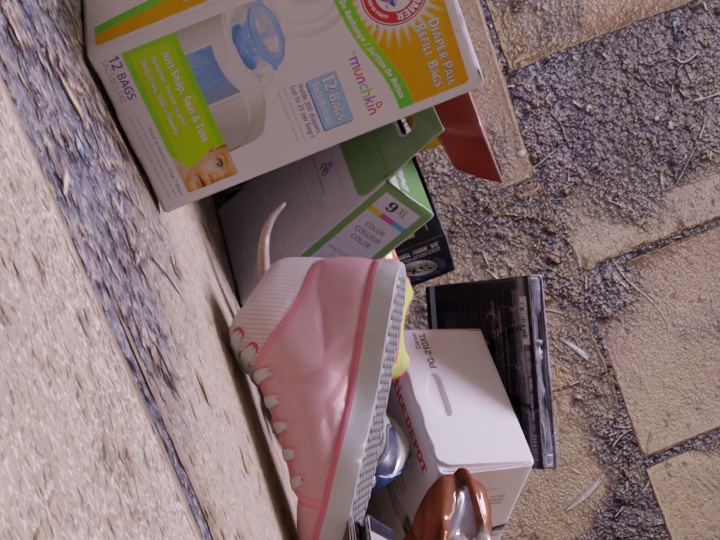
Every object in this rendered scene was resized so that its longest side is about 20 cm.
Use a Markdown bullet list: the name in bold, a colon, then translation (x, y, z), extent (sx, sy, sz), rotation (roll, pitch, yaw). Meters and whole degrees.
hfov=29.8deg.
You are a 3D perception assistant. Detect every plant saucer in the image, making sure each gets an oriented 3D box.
- **plant saucer**: translation (0.055, -0.171, 1.048), extent (0.200, 0.036, 0.201), rotation (30, 41, -78)

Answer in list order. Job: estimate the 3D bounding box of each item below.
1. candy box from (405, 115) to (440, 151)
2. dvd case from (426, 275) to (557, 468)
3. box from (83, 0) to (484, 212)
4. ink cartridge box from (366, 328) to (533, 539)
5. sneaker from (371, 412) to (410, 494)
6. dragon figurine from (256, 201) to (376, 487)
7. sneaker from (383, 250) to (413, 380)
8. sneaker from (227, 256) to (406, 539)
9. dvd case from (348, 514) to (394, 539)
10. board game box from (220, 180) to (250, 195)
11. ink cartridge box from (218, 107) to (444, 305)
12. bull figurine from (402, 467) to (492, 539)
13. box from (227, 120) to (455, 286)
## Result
- **candy box**: translation (0.023, -0.180, 1.093), extent (0.200, 0.026, 0.103), rotation (54, 17, -67)
- **dvd case**: translation (0.107, 0.084, 1.136), extent (0.200, 0.016, 0.150), rotation (171, -86, -69)
- **box**: translation (-0.045, -0.136, 0.775), extent (0.102, 0.199, 0.113), rotation (-109, 177, -54)
- **ink cartridge box**: translation (0.058, 0.166, 1.109), extent (0.145, 0.084, 0.201), rotation (-109, -154, -43)
- **sneaker**: translation (-0.026, 0.098, 1.053), extent (0.085, 0.077, 0.200), rotation (56, 2, -34)
- **dragon figurine**: translation (-0.042, 0.061, 0.936), extent (0.099, 0.058, 0.201), rotation (56, 14, -83)
- **sneaker**: translation (0.000, 0.000, 1.055), extent (0.090, 0.078, 0.202), rotation (27, 51, -40)
- **sneaker**: translation (-0.037, 0.084, 0.839), extent (0.075, 0.104, 0.202), rotation (72, 27, -73)
- **dvd case**: translation (0.021, 0.253, 0.812), extent (0.149, 0.016, 0.202), rotation (63, 18, -74)
- **board game box**: translation (-0.067, -0.144, 1.021), extent (0.200, 0.152, 0.041), rotation (68, 1, -63)
- **ink cartridge box**: translation (-0.010, -0.058, 0.984), extent (0.059, 0.200, 0.104), rotation (30, 29, -39)
- **bull figurine**: translation (0.053, 0.241, 0.992), extent (0.122, 0.065, 0.201), rotation (-93, -169, -57)
- **box**: translation (-0.029, -0.072, 1.164), extent (0.086, 0.163, 0.201), rotation (64, 5, -67)
